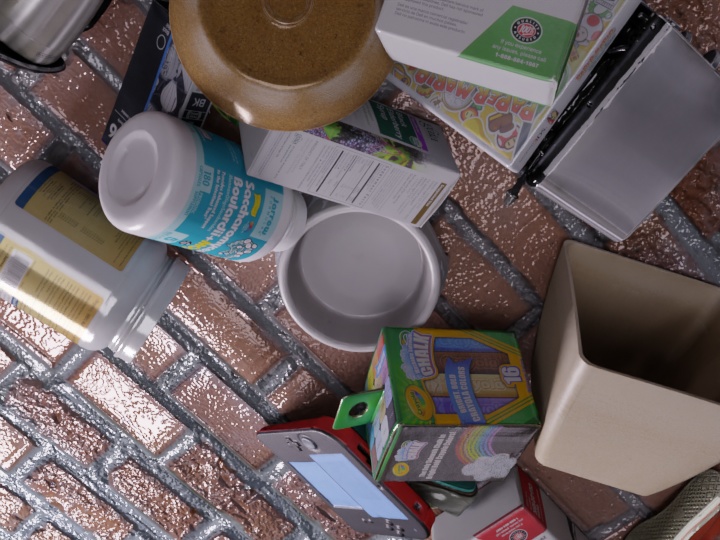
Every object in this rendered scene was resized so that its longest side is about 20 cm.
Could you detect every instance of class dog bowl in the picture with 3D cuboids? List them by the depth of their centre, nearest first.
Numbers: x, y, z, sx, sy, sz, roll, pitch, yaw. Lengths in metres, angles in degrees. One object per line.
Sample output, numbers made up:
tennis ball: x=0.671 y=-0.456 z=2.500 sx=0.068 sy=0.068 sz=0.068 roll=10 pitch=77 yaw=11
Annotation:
dog bowl: x=0.000 y=0.000 z=0.905 sx=0.198 sy=0.059 sz=0.202 roll=2 pitch=116 yaw=4

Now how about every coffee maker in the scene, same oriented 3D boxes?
coffee maker: x=-0.284 y=-0.311 z=0.736 sx=0.200 sy=0.135 sz=0.192 roll=-39 pitch=107 yaw=19

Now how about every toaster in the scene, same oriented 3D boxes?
toaster: x=0.223 y=-0.141 z=0.755 sx=0.118 sy=0.181 sz=0.200 roll=32 pitch=113 yaw=-13

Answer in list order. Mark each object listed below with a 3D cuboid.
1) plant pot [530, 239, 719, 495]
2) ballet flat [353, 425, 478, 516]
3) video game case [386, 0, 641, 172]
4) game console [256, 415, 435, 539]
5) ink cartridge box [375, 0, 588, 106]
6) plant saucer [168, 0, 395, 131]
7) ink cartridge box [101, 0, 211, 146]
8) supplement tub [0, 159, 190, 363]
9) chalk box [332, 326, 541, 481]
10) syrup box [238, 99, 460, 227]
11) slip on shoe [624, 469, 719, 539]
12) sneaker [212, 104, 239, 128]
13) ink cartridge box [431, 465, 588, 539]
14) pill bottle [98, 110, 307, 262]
plant pot: x=0.279 y=0.119 z=0.876 sx=0.198 sy=0.201 sz=0.178 roll=17 pitch=126 yaw=-4
ballet flat: x=0.048 y=0.249 z=1.015 sx=0.199 sy=0.068 sz=0.064 roll=25 pitch=119 yaw=-8
video game case: x=0.120 y=-0.212 z=0.725 sx=0.023 sy=0.200 sz=0.183 roll=18 pitch=111 yaw=-52
game console: x=-0.019 y=0.252 z=0.993 sx=0.200 sy=0.031 sz=0.176 roll=48 pitch=142 yaw=-17
ink cartridge box: x=0.114 y=-0.249 z=0.640 sx=0.144 sy=0.087 sz=0.202 roll=18 pitch=92 yaw=12
plant saucer: x=-0.060 y=-0.218 z=0.682 sx=0.198 sy=0.035 sz=0.202 roll=0 pitch=91 yaw=-4
ink cartridge box: x=-0.203 y=-0.155 z=0.828 sx=0.099 sy=0.039 sz=0.201 roll=41 pitch=118 yaw=29
supplement tub: x=-0.296 y=-0.006 z=0.873 sx=0.199 sy=0.145 sz=0.145 roll=34 pitch=113 yaw=-12
chalk box: x=0.070 y=0.145 z=0.895 sx=0.198 sy=0.125 sz=0.125 roll=4 pitch=138 yaw=-12
syrup box: x=-0.009 y=-0.117 z=0.794 sx=0.199 sy=0.079 sz=0.082 roll=14 pitch=131 yaw=-29
slip on shoe: x=0.395 y=0.333 z=1.031 sx=0.061 sy=0.074 sz=0.200 roll=34 pitch=108 yaw=-15
sneaker: x=-0.055 y=-0.198 z=0.813 sx=0.199 sy=0.074 sz=0.084 roll=-21 pitch=122 yaw=23
ink cartridge box: x=0.207 y=0.369 z=1.050 sx=0.144 sy=0.084 sz=0.200 roll=-39 pitch=108 yaw=18
pill bottle: x=-0.140 y=-0.071 z=0.794 sx=0.111 sy=0.111 sz=0.199 roll=-45 pitch=148 yaw=21
